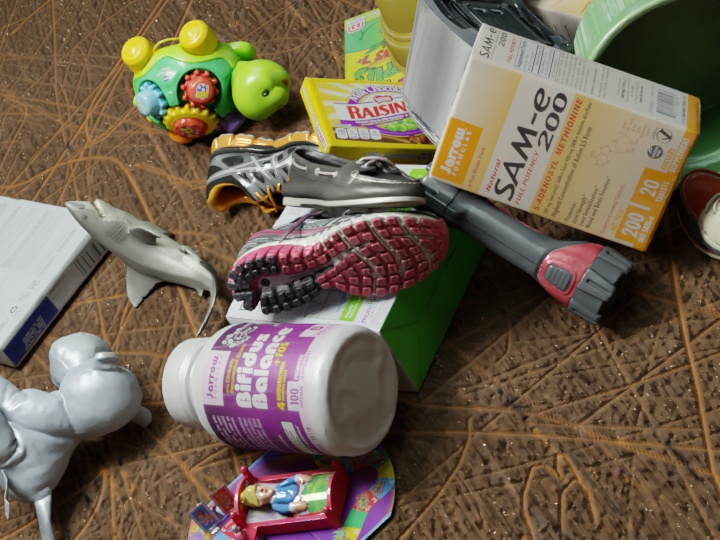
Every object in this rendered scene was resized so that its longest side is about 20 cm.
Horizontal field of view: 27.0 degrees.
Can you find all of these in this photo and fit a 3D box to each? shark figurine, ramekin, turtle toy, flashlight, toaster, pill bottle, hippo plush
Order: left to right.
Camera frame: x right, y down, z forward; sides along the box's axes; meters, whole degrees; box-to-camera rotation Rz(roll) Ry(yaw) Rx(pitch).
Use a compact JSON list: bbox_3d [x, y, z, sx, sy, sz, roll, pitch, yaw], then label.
[{"bbox_3d":[-0.297,0.124,1.422,0.161,0.159,0.200,-36,40,-4],"label":"hippo plush"},{"bbox_3d":[-0.209,0.006,1.569,0.214,0.128,0.090,31,94,28],"label":"shark figurine"},{"bbox_3d":[-0.172,-0.206,1.701,0.200,0.146,0.101,-11,65,22],"label":"turtle toy"},{"bbox_3d":[-0.075,0.102,1.314,0.200,0.112,0.112,-2,49,38],"label":"pill bottle"},{"bbox_3d":[0.117,-0.181,1.409,0.113,0.129,0.200,-1,32,-26],"label":"toaster"},{"bbox_3d":[0.141,-0.030,1.313,0.200,0.068,0.068,34,73,18],"label":"flashlight"},{"bbox_3d":[0.284,-0.181,1.341,0.200,0.200,0.098,-22,35,12],"label":"ramekin"}]

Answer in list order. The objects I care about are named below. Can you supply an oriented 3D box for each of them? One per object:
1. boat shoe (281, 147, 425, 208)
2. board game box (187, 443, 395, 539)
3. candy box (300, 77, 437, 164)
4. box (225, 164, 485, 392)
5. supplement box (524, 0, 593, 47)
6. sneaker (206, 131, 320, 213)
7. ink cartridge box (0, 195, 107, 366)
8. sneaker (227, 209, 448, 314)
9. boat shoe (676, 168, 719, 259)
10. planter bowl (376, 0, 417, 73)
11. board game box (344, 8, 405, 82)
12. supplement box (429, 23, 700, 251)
[{"bbox_3d":[-0.012,-0.083,1.333,0.200,0.067,0.057,4,93,57],"label":"boat shoe"},{"bbox_3d":[-0.067,0.200,1.294,0.200,0.039,0.158,-42,41,-10],"label":"board game box"},{"bbox_3d":[0.047,-0.146,1.480,0.200,0.026,0.102,0,45,-22],"label":"candy box"},{"bbox_3d":[0.000,0.000,1.408,0.176,0.097,0.200,3,51,34],"label":"box"},{"bbox_3d":[0.272,-0.270,1.512,0.200,0.074,0.126,24,65,44],"label":"supplement box"},{"bbox_3d":[-0.080,-0.097,1.581,0.200,0.078,0.077,1,64,37],"label":"sneaker"},{"bbox_3d":[-0.398,0.007,1.690,0.200,0.041,0.200,12,57,39],"label":"ink cartridge box"},{"bbox_3d":[-0.020,-0.024,1.315,0.200,0.081,0.075,-9,35,17],"label":"sneaker"},{"bbox_3d":[0.325,-0.034,1.267,0.071,0.063,0.200,-33,40,2],"label":"boat shoe"},{"bbox_3d":[0.073,-0.308,1.554,0.200,0.083,0.201,-31,44,34],"label":"planter bowl"},{"bbox_3d":[0.038,-0.213,1.633,0.101,0.048,0.200,-18,43,16],"label":"board game box"},{"bbox_3d":[0.173,-0.112,1.280,0.200,0.126,0.074,19,34,1],"label":"supplement box"}]
